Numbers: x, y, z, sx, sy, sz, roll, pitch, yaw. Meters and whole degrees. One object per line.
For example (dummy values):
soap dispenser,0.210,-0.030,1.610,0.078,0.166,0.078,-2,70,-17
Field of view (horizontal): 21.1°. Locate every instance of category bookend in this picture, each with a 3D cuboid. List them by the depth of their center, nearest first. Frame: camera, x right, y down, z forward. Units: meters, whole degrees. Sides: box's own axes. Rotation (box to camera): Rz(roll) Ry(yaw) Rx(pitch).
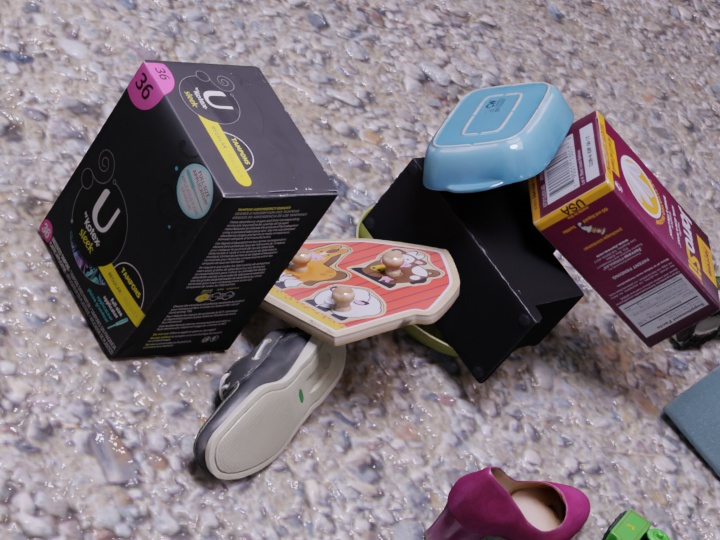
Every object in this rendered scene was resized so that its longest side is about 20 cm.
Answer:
bookend,0.140,-0.011,1.835,0.200,0.092,0.199,-10,57,-50

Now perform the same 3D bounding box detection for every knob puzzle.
knob puzzle,0.000,0.000,1.693,0.219,0.031,0.220,1,22,0

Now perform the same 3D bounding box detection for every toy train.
toy train,0.211,0.267,1.673,0.056,0.042,0.200,35,33,14

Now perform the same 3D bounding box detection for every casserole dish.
casserole dish,0.125,-0.128,1.771,0.200,0.121,0.039,-54,135,-58

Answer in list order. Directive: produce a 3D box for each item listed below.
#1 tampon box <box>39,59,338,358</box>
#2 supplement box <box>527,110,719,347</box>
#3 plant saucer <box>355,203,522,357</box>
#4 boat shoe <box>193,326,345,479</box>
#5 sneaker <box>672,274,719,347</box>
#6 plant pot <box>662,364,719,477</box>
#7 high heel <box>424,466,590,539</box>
tampon box,-0.143,-0.049,1.579,0.126,0.200,0.150,-3,50,-44
supplement box,0.248,-0.037,1.819,0.200,0.086,0.111,43,29,-32
plant saucer,0.075,0.015,1.854,0.200,0.031,0.200,24,36,-19
boat shoe,-0.085,0.106,1.588,0.067,0.072,0.200,10,33,26
sneaker,0.384,0.023,2.095,0.200,0.077,0.089,-4,43,-48
plant pot,0.465,0.151,1.915,0.196,0.196,0.200,-15,68,-50
high heel,0.146,0.192,1.650,0.200,0.096,0.067,2,47,-41
